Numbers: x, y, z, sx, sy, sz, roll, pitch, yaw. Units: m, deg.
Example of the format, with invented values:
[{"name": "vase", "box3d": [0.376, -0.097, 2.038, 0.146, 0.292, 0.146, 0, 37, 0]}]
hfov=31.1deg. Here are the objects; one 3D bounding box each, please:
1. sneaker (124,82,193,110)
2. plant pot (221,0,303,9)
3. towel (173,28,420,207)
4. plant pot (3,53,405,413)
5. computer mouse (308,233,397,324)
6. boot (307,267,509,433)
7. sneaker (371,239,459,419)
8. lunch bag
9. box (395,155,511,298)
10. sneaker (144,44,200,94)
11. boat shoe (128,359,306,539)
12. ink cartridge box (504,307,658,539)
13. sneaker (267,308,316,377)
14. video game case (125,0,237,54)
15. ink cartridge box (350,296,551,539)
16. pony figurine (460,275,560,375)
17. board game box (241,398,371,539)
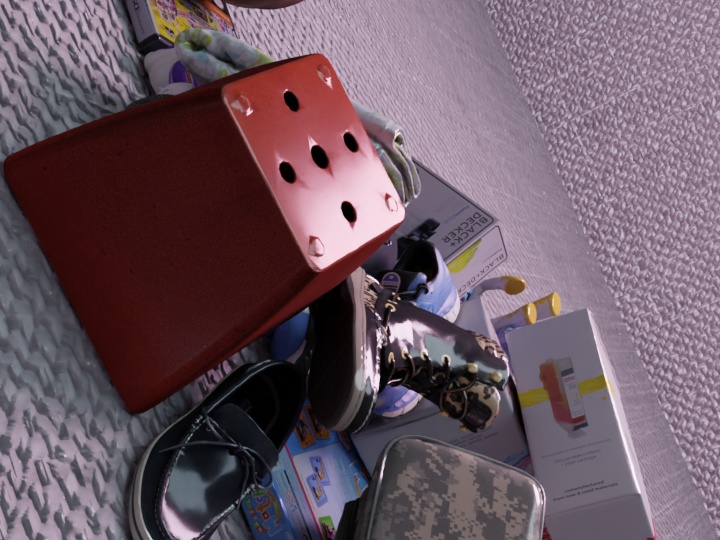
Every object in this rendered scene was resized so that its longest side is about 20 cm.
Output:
[{"name": "sneaker", "box3d": [-0.141, -0.058, 1.069, 0.091, 0.077, 0.201, -18, 78, -58]}, {"name": "plant pot", "box3d": [-0.135, -0.348, 1.222, 0.174, 0.200, 0.201, -14, 78, -53]}, {"name": "towel", "box3d": [-0.046, -0.126, 1.074, 0.199, 0.048, 0.171, 29, -7, 13]}, {"name": "plant pot", "box3d": [-0.091, -0.047, 0.917, 0.200, 0.176, 0.200, -32, 96, -54]}, {"name": "computer mouse", "box3d": [0.000, 0.000, 1.155, 0.200, 0.046, 0.141, 39, 47, -68]}, {"name": "boot", "box3d": [0.039, 0.077, 0.986, 0.150, 0.073, 0.200, 27, 20, -14]}, {"name": "sneaker", "box3d": [0.025, 0.047, 1.119, 0.200, 0.078, 0.089, -63, 146, -45]}, {"name": "lunch bag", "box3d": [0.040, 0.249, 0.946, 0.139, 0.168, 0.201, 17, 48, -4]}, {"name": "box", "box3d": [0.046, -0.047, 1.329, 0.200, 0.116, 0.060, 42, -17, 40]}, {"name": "sneaker", "box3d": [-0.118, -0.158, 1.220, 0.200, 0.083, 0.081, 30, 38, -61]}, {"name": "boat shoe", "box3d": [-0.096, 0.125, 0.898, 0.075, 0.062, 0.200, 54, 36, -13]}, {"name": "ink cartridge box", "box3d": [0.195, 0.158, 1.128, 0.201, 0.083, 0.145, -95, 164, -44]}, {"name": "sneaker", "box3d": [-0.068, 0.018, 1.169, 0.076, 0.077, 0.201, 116, -20, -55]}, {"name": "video game case", "box3d": [-0.180, -0.267, 1.285, 0.200, 0.025, 0.181, 24, 43, -64]}, {"name": "ink cartridge box", "box3d": [0.085, 0.157, 1.196, 0.146, 0.144, 0.200, -98, 165, -57]}, {"name": "pony figurine", "box3d": [0.101, 0.085, 1.391, 0.167, 0.199, 0.193, 61, 33, -30]}, {"name": "board game box", "box3d": [-0.039, 0.182, 1.063, 0.152, 0.036, 0.200, 67, 19, 9]}]
